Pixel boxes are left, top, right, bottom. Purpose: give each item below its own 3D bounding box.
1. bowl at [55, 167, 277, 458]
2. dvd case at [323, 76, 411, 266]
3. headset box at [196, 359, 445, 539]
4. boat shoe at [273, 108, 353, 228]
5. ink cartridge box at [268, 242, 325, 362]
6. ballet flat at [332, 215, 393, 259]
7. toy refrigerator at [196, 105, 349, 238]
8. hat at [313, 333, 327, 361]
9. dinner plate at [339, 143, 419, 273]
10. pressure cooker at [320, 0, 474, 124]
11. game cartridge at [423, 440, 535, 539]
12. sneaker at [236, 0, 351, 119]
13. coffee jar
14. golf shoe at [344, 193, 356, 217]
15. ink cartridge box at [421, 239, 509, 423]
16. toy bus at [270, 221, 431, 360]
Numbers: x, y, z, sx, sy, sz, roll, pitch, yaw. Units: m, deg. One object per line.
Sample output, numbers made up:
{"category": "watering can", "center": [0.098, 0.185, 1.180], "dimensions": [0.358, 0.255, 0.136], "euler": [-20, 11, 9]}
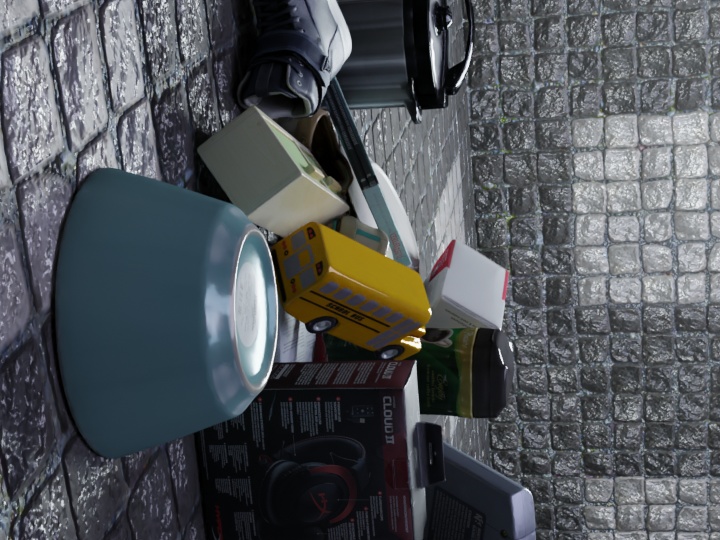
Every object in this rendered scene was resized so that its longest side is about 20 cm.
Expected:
{"category": "bowl", "center": [-0.120, 0.028, 0.888], "dimensions": [0.201, 0.105, 0.202], "euler": [-1, 90, -78]}
{"category": "dvd case", "center": [-0.002, -0.116, 1.340], "dimensions": [0.146, 0.022, 0.200], "euler": [65, 5, -54]}
{"category": "headset box", "center": [-0.030, 0.156, 1.088], "dimensions": [0.075, 0.199, 0.149], "euler": [-55, 141, -72]}
{"category": "boat shoe", "center": [-0.044, -0.097, 1.344], "dimensions": [0.074, 0.069, 0.200], "euler": [-58, 149, -26]}
{"category": "ink cartridge box", "center": [-0.072, 0.072, 1.297], "dimensions": [0.196, 0.043, 0.201], "euler": [-17, 109, -79]}
{"category": "ballet flat", "center": [0.000, 0.000, 1.323], "dimensions": [0.200, 0.069, 0.070], "euler": [101, -8, -73]}
{"category": "toy refrigerator", "center": [-0.071, -0.083, 1.172], "dimensions": [0.076, 0.070, 0.200], "euler": [54, 5, 12]}
{"category": "hat", "center": [-0.047, 0.166, 1.265], "dimensions": [0.176, 0.200, 0.166], "euler": [38, -16, 41]}
{"category": "dinner plate", "center": [0.029, -0.059, 1.484], "dimensions": [0.200, 0.024, 0.200], "euler": [59, 17, -30]}
{"category": "pressure cooker", "center": [0.027, -0.263, 1.444], "dimensions": [0.179, 0.199, 0.176], "euler": [-81, 164, -47]}
{"category": "game cartridge", "center": [0.102, 0.273, 1.222], "dimensions": [0.041, 0.133, 0.201], "euler": [-16, 121, -45]}
{"category": "sneaker", "center": [-0.080, -0.236, 1.213], "dimensions": [0.203, 0.077, 0.146], "euler": [61, 39, -35]}
{"category": "coffee jar", "center": [0.060, 0.104, 1.356], "dimensions": [0.104, 0.199, 0.086], "euler": [-55, 145, -72]}
{"category": "golf shoe", "center": [-0.032, -0.032, 1.469], "dimensions": [0.095, 0.077, 0.201], "euler": [50, 32, -56]}
{"category": "ink cartridge box", "center": [0.084, 0.085, 1.508], "dimensions": [0.200, 0.085, 0.148], "euler": [-59, -173, 29]}
{"category": "toy bus", "center": [-0.001, 0.023, 1.215], "dimensions": [0.200, 0.078, 0.065], "euler": [25, 40, -48]}
